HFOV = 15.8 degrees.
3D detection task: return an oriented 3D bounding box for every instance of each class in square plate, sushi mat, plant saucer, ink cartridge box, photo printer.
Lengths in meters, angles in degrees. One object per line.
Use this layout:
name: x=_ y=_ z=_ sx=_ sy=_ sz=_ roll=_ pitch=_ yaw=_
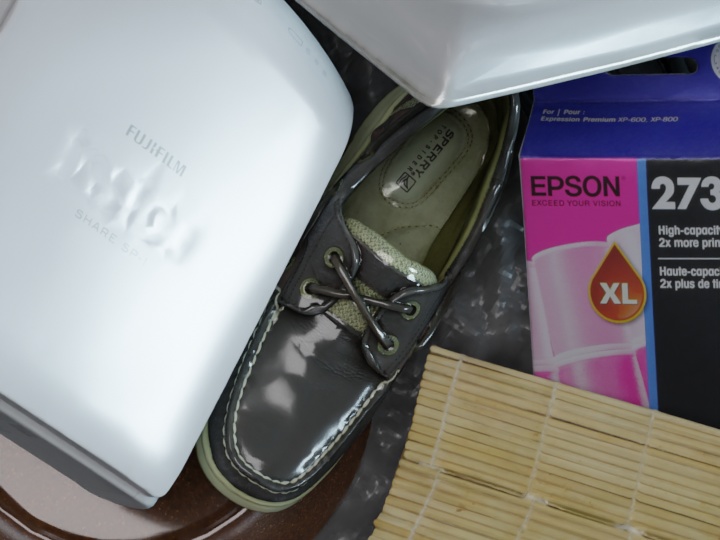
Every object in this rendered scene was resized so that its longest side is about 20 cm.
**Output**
square plate: x=0.053 y=-0.135 z=0.981 sx=0.199 sy=0.029 sz=0.198 roll=-16 pitch=40 yaw=-31
sushi mat: x=0.098 y=0.098 z=0.967 sx=0.199 sy=0.012 sz=0.096 roll=16 pitch=79 yaw=27
plant saucer: x=-0.094 y=0.041 z=1.055 sx=0.199 sy=0.034 sz=0.202 roll=-1 pitch=80 yaw=5
ink cartridge box: x=0.113 y=0.004 z=0.994 sx=0.094 sy=0.037 sz=0.201 roll=1 pitch=106 yaw=17
photo printer: x=-0.097 y=-0.036 z=0.964 sx=0.166 sy=0.069 sz=0.201 roll=38 pitch=71 yaw=-31

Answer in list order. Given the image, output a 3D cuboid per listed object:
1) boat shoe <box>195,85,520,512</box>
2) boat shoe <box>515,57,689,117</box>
boat shoe: x=0.001 y=0.000 z=1.014 sx=0.072 sy=0.066 sz=0.201 roll=35 pitch=68 yaw=-8
boat shoe: x=0.087 y=-0.094 z=1.048 sx=0.074 sy=0.066 sz=0.200 roll=-26 pitch=79 yaw=0
